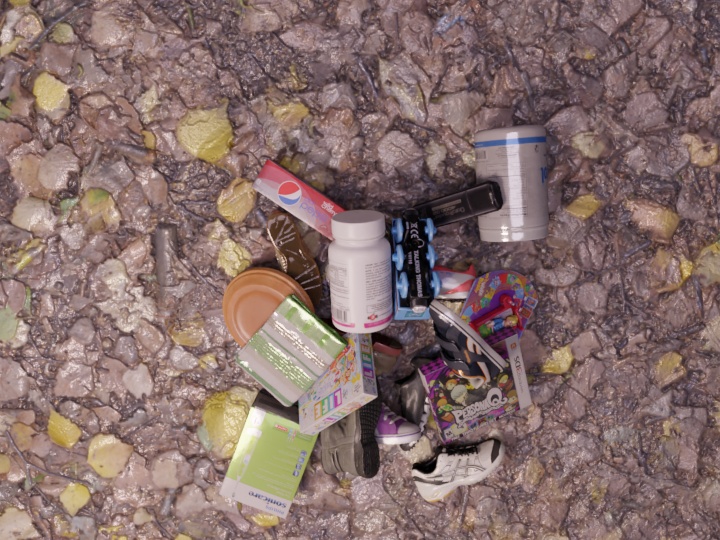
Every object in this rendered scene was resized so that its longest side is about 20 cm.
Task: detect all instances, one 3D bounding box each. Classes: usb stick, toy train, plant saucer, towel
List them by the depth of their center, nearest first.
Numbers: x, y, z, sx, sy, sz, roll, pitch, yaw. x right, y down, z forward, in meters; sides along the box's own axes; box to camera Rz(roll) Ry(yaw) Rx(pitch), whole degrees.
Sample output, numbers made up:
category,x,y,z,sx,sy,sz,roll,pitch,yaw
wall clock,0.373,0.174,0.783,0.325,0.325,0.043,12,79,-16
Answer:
category,x,y,z,sx,sy,sz,roll,pitch,yaw
toy train,0.094,-0.009,1.184,0.086,0.114,0.202,0,66,-8
usb stick,0.173,-0.116,1.191,0.199,0.032,0.056,-14,99,46
towel,-0.133,0.154,1.232,0.149,0.031,0.200,41,116,-3
plant saucer,-0.183,0.093,1.257,0.198,0.037,0.202,8,114,18

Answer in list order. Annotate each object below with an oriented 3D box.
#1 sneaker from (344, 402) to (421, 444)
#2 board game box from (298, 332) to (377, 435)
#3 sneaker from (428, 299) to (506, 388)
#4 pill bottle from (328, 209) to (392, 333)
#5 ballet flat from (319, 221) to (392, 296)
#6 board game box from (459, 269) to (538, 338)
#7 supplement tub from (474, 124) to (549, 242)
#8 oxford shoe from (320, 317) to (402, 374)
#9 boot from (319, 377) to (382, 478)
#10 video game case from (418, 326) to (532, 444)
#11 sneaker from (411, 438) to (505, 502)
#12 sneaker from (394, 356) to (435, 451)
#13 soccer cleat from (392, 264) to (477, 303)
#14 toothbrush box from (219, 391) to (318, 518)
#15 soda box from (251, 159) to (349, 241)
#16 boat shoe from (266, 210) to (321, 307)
category,x,y,z,sx,sy,sz,roll,pitch,yaw
sneaker,0.026,0.271,1.267,0.199,0.072,0.116,4,93,28
board game box,-0.049,0.209,1.218,0.034,0.136,0.200,20,137,-34
sneaker,0.175,0.136,1.136,0.080,0.078,0.200,-47,115,-2
pill bottle,0.000,0.000,1.165,0.112,0.114,0.202,-1,109,2
ballet flat,-0.015,-0.022,1.253,0.200,0.072,0.072,-41,96,8
board game box,0.266,0.100,1.246,0.157,0.039,0.202,18,100,-25
supplement tub,0.278,-0.160,1.190,0.130,0.132,0.202,-5,100,3
oxford shoe,-0.020,0.151,1.280,0.198,0.070,0.075,20,106,1
boot,-0.029,0.291,1.233,0.130,0.067,0.202,-5,80,41
video game case,0.225,0.223,1.250,0.198,0.036,0.183,-22,118,-7
sneaker,0.194,0.386,1.305,0.199,0.076,0.088,-32,97,6
sneaker,0.103,0.260,1.297,0.090,0.066,0.202,21,98,5
soccer cleat,0.129,0.024,1.263,0.198,0.068,0.074,2,82,1
toothbrush box,-0.180,0.372,1.310,0.144,0.086,0.202,20,98,-2
soda box,-0.105,-0.132,1.237,0.199,0.070,0.064,33,97,-3
boat shoe,-0.128,-0.022,1.260,0.072,0.065,0.202,-23,106,-3
